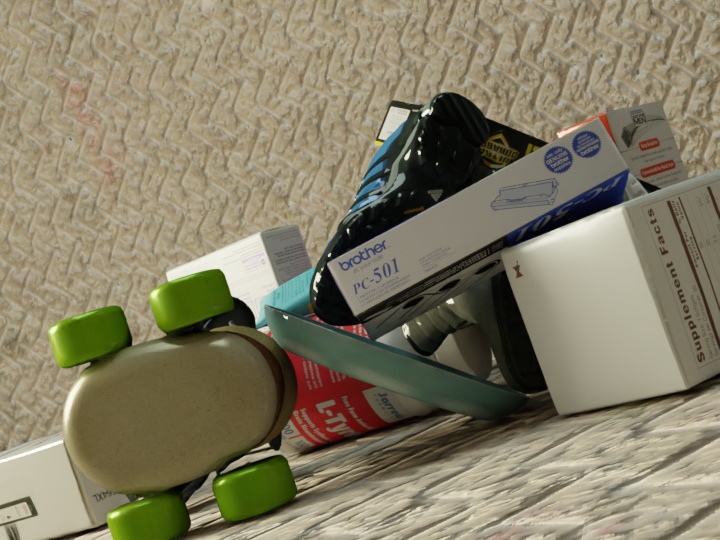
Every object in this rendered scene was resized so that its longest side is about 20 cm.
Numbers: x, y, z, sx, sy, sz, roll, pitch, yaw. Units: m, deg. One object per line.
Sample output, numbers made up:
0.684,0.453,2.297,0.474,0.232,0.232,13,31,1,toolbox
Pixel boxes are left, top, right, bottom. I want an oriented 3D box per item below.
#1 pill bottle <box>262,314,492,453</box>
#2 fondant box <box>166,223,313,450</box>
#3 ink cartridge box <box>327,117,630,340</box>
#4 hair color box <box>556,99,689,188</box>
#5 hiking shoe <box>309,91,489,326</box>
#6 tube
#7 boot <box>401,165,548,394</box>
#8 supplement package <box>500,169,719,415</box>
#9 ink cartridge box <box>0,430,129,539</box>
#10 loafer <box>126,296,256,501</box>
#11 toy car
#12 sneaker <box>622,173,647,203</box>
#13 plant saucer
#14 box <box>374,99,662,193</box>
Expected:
0.006,0.081,1.112,0.200,0.112,0.112,-19,-1,24,pill bottle
-0.097,0.071,1.277,0.144,0.200,0.058,-20,-3,40,fondant box
0.080,-0.025,0.872,0.200,0.044,0.094,-29,-15,0,ink cartridge box
0.273,-0.056,1.248,0.064,0.200,0.111,-19,-1,42,hair color box
0.025,-0.040,0.976,0.200,0.074,0.087,-55,13,-14,hiking shoe
0.000,0.000,1.137,0.200,0.050,0.077,-22,11,5,tube
0.085,0.030,0.981,0.068,0.200,0.131,13,-43,-31,boot
0.213,0.003,0.847,0.200,0.117,0.117,-18,-2,-36,supplement package
-0.274,0.192,1.189,0.200,0.084,0.146,-20,-1,32,ink cartridge box
-0.125,0.105,1.049,0.070,0.068,0.201,-23,38,48,loafer
-0.110,0.093,0.953,0.158,0.164,0.200,-19,-2,14,toy car
0.222,-0.013,1.021,0.078,0.200,0.099,-51,-18,-2,sneaker
0.022,0.069,0.924,0.200,0.027,0.200,20,-2,1,plant saucer
0.135,-0.090,1.123,0.200,0.049,0.160,18,2,-27,box
